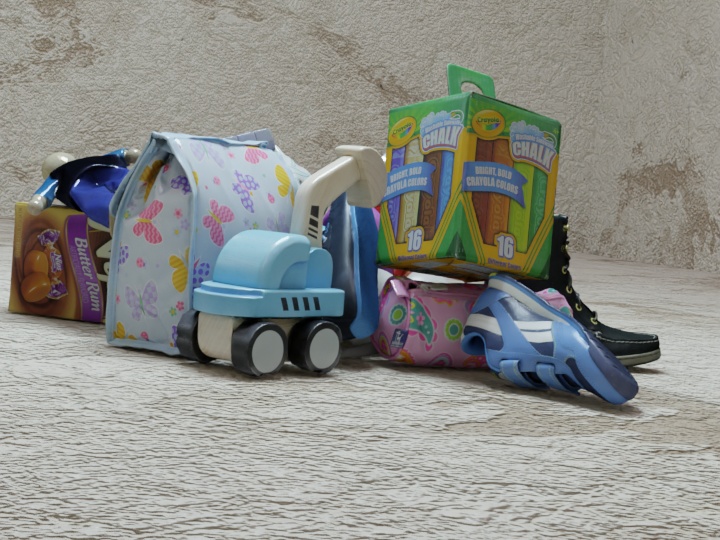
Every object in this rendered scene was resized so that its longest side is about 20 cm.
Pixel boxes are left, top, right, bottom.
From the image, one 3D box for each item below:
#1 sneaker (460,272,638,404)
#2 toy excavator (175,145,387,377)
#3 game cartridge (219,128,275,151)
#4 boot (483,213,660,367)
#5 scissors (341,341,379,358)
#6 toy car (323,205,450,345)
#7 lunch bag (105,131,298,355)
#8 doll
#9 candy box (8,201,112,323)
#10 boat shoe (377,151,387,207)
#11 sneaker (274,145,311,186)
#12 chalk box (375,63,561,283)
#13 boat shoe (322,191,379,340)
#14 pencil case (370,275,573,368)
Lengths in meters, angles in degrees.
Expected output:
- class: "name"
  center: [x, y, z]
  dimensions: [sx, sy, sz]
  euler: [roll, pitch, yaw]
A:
- class: "sneaker"
  center: [0.164, 0.077, 1.236]
  dimensions: [0.074, 0.082, 0.200]
  euler: [42, -4, -39]
- class: "toy excavator"
  center: [-0.057, -0.014, 1.236]
  dimensions: [0.194, 0.200, 0.100]
  euler: [0, 8, -45]
- class: "game cartridge"
  center: [-0.190, -0.108, 1.518]
  dimensions: [0.130, 0.038, 0.200]
  euler: [-21, 3, -29]
- class: "boot"
  center: [0.218, 0.019, 1.453]
  dimensions: [0.203, 0.154, 0.073]
  euler: [5, 4, -1]
- class: "scissors"
  center: [0.045, 0.075, 1.370]
  dimensions: [0.200, 0.073, 0.014]
  euler: [-28, -5, -45]
- class: "toy car"
  center: [0.000, 0.000, 1.478]
  dimensions: [0.175, 0.150, 0.200]
  euler: [9, 6, 40]
- class: "lunch bag"
  center: [-0.146, -0.027, 1.319]
  dimensions: [0.127, 0.200, 0.170]
  euler: [8, 6, 33]
- class: "doll"
  center: [-0.274, -0.084, 1.417]
  dimensions: [0.136, 0.049, 0.200]
  euler: [-29, 33, -25]
- class: "candy box"
  center: [-0.264, -0.005, 1.454]
  dimensions: [0.200, 0.117, 0.056]
  euler: [6, 5, 15]
- class: "boat shoe"
  center: [0.035, -0.059, 1.582]
  dimensions: [0.067, 0.074, 0.200]
  euler: [31, -27, 11]
- class: "sneaker"
  center: [-0.093, -0.076, 1.507]
  dimensions: [0.080, 0.070, 0.200]
  euler: [48, 14, -14]
- class: "chalk box"
  center: [0.105, -0.096, 1.327]
  dimensions: [0.125, 0.200, 0.124]
  euler: [10, -8, -37]
- class: "boat shoe"
  center: [-0.025, -0.018, 1.337]
  dimensions: [0.069, 0.084, 0.200]
  euler: [-16, 38, 17]
- class: "pencil case"
  center: [0.108, 0.051, 1.349]
  dimensions: [0.200, 0.088, 0.087]
  euler: [6, 3, -24]
